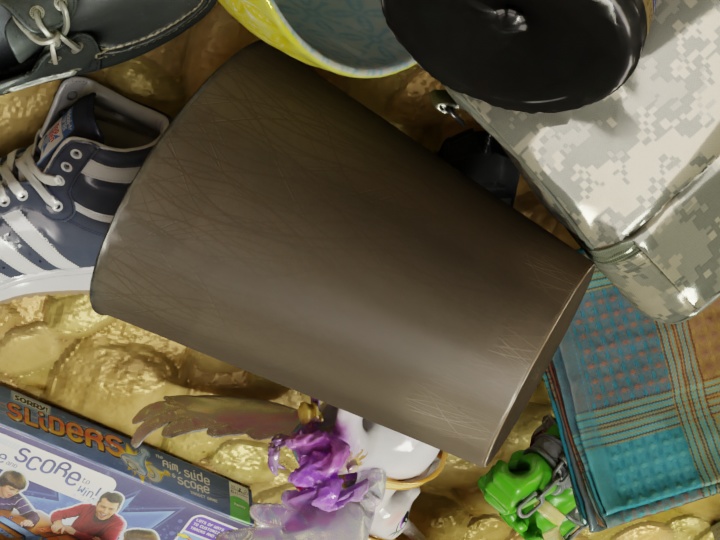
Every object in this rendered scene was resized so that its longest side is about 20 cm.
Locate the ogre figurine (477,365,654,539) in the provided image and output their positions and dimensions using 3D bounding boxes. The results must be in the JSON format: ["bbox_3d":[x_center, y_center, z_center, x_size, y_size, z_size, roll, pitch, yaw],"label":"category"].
[{"bbox_3d":[0.131,0.107,1.067,0.120,0.098,0.200,-42,142,0],"label":"ogre figurine"}]

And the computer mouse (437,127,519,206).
[{"bbox_3d":[0.064,-0.084,0.991,0.059,0.034,0.200,1,119,-24],"label":"computer mouse"}]

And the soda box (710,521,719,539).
[{"bbox_3d":[0.324,0.150,1.158,0.200,0.068,0.064,-34,122,17],"label":"soda box"}]

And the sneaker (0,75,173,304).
[{"bbox_3d":[-0.185,-0.038,0.966,0.200,0.070,0.109,-7,131,-10],"label":"sneaker"}]

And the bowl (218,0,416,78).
[{"bbox_3d":[-0.027,-0.193,0.838,0.108,0.200,0.200,14,137,38],"label":"bowl"}]

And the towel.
[{"bbox_3d":[0.190,0.045,1.005,0.200,0.022,0.147,-14,84,-22],"label":"towel"}]

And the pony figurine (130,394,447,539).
[{"bbox_3d":[-0.007,0.099,1.041,0.193,0.167,0.200,6,130,-34],"label":"pony figurine"}]

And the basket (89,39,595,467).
[{"bbox_3d":[0.000,0.000,0.901,0.200,0.180,0.136,29,136,10],"label":"basket"}]

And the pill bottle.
[{"bbox_3d":[0.088,-0.176,0.797,0.112,0.200,0.112,15,150,9],"label":"pill bottle"}]

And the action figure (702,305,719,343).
[{"bbox_3d":[0.226,0.063,1.072,0.055,0.118,0.200,-46,109,5],"label":"action figure"}]

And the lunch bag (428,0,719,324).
[{"bbox_3d":[0.153,-0.104,0.904,0.200,0.139,0.168,-42,122,11],"label":"lunch bag"}]

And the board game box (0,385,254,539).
[{"bbox_3d":[-0.184,0.152,1.123,0.200,0.034,0.135,26,119,-23],"label":"board game box"}]

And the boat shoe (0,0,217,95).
[{"bbox_3d":[-0.161,-0.115,0.920,0.200,0.062,0.073,-15,125,4],"label":"boat shoe"}]
